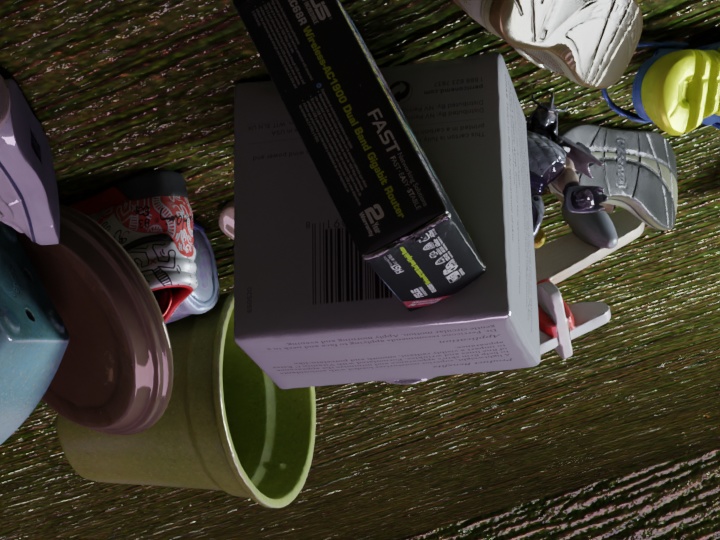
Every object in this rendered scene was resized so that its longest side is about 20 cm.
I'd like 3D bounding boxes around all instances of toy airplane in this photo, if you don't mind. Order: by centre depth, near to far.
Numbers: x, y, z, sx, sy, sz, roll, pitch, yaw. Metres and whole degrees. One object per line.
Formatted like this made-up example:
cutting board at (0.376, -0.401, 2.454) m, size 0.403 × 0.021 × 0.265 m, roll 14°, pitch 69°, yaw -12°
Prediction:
toy airplane at (0.135, -0.001, 1.746) m, size 0.198 × 0.142 × 0.200 m, roll -8°, pitch -159°, yaw 32°

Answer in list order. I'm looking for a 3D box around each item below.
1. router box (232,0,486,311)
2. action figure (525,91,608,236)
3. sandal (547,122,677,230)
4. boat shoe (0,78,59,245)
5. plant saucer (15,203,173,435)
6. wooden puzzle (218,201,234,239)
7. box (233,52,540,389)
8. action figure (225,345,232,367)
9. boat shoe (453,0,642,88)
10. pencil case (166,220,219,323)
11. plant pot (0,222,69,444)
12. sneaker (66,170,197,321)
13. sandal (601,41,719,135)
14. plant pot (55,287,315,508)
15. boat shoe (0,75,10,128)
router box at (0.001, -0.084, 1.262) m, size 0.062 × 0.201 × 0.150 m, roll -29°, pitch 161°, yaw 4°
action figure at (0.120, -0.053, 1.501) m, size 0.130 × 0.201 × 0.069 m, roll 20°, pitch 157°, yaw 4°
sandal at (0.209, -0.085, 1.665) m, size 0.057 × 0.080 × 0.200 m, roll -4°, pitch 167°, yaw 43°
boat shoe at (-0.254, -0.074, 1.366) m, size 0.065 × 0.074 × 0.200 m, roll -7°, pitch 153°, yaw 0°
plant saucer at (-0.226, 0.043, 1.537) m, size 0.029 × 0.201 × 0.200 m, roll -32°, pitch 179°, yaw -40°
wooden puzzle at (0.000, 0.000, 1.608) m, size 0.185 × 0.046 × 0.199 m, roll 36°, pitch 153°, yaw -32°
box at (0.019, -0.032, 1.399) m, size 0.198 × 0.201 × 0.131 m, roll -5°, pitch 160°, yaw 12°
action figure at (-0.147, 0.074, 1.853) m, size 0.199 × 0.102 × 0.119 m, roll -3°, pitch 147°, yaw -31°
boat shoe at (0.127, -0.174, 1.327) m, size 0.200 × 0.063 × 0.073 m, roll 5°, pitch 111°, yaw -55°
pencil case at (-0.217, 0.022, 1.664) m, size 0.199 × 0.084 × 0.091 m, roll -21°, pitch 155°, yaw 25°
plant pot at (-0.339, 0.053, 1.471) m, size 0.199 × 0.197 × 0.196 m, roll -32°, pitch 170°, yaw 11°
sneaker at (-0.213, 0.004, 1.562) m, size 0.201 × 0.108 × 0.067 m, roll -22°, pitch 161°, yaw 31°
sandal at (0.255, -0.146, 1.503) m, size 0.087 × 0.080 × 0.199 m, roll 15°, pitch -170°, yaw 41°
plant pot at (-0.162, 0.116, 1.729) m, size 0.183 × 0.202 × 0.200 m, roll -7°, pitch 166°, yaw 21°
boat shoe at (-0.322, -0.097, 1.240) m, size 0.199 × 0.075 × 0.093 m, roll -1°, pitch 168°, yaw -10°
